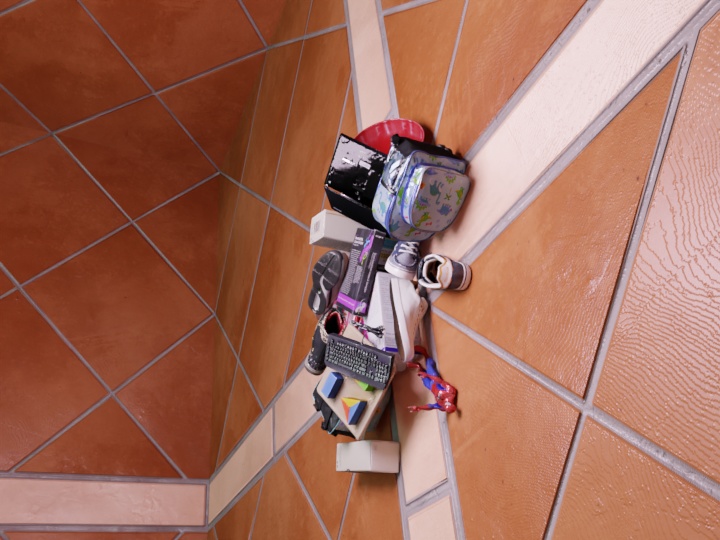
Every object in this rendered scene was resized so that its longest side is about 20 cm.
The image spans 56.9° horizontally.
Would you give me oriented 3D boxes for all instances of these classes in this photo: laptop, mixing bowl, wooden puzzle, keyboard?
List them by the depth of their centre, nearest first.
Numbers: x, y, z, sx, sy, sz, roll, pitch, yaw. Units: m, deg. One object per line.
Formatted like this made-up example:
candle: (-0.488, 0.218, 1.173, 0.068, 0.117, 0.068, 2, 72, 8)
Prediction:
keyboard: (-0.003, 0.170, 1.436, 0.197, 0.020, 0.131, 13, 91, 44)
wooden puzzle: (-0.022, 0.243, 1.480, 0.200, 0.046, 0.188, 42, 112, 46)
laptop: (0.013, -0.194, 1.558, 0.103, 0.174, 0.204, -28, -39, -63)
mixing bowl: (0.073, -0.266, 1.622, 0.202, 0.196, 0.110, -110, -3, -49)

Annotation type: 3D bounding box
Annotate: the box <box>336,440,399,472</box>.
box: (0.015, 0.443, 1.576, 0.199, 0.080, 0.070, 147, 130, -62)

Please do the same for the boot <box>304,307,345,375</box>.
boot: (-0.068, 0.140, 1.632, 0.206, 0.072, 0.155, -69, 5, -45)

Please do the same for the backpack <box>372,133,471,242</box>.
backpack: (0.125, -0.160, 1.421, 0.147, 0.180, 0.203, 50, 125, 45)

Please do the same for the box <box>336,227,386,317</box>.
box: (0.000, 0.000, 1.600, 0.143, 0.035, 0.205, -159, 84, -71)

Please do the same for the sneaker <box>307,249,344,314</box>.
sneaker: (-0.069, 0.011, 1.713, 0.075, 0.115, 0.203, 34, 130, 15)

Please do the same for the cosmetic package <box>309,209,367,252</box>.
cosmetic package: (-0.023, -0.094, 1.722, 0.103, 0.196, 0.075, -19, 64, 62)

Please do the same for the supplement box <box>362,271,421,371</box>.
supplement box: (0.068, 0.120, 1.550, 0.101, 0.101, 0.204, 130, 141, -51)

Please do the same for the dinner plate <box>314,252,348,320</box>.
dinner plate: (-0.073, 0.048, 1.875, 0.203, 0.024, 0.202, 90, -154, -50)

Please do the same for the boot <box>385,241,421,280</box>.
boot: (0.103, -0.046, 1.505, 0.200, 0.071, 0.092, -78, 7, -76)

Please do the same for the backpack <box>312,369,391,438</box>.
backpack: (-0.013, 0.282, 1.609, 0.204, 0.150, 0.177, -69, 26, 22)

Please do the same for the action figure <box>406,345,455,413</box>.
action figure: (0.129, 0.230, 1.376, 0.200, 0.097, 0.067, 51, 127, 57)

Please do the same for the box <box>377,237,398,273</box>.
box: (0.054, -0.032, 1.664, 0.049, 0.080, 0.206, -168, 87, -67)

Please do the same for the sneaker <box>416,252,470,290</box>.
sneaker: (0.155, 0.000, 1.425, 0.199, 0.078, 0.081, -178, 96, -68)

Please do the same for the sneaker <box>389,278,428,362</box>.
sneaker: (0.114, 0.103, 1.460, 0.073, 0.082, 0.204, 100, 167, -57)

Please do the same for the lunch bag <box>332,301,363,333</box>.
lunch bag: (-0.015, 0.111, 1.783, 0.199, 0.080, 0.181, 13, 89, 68)
